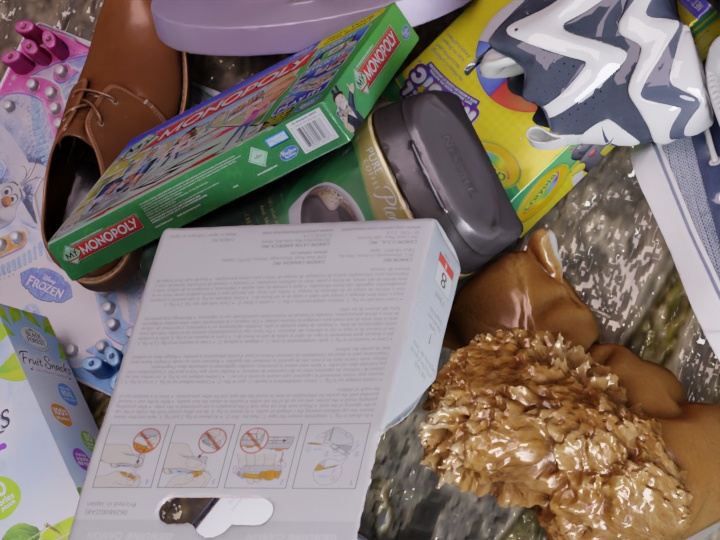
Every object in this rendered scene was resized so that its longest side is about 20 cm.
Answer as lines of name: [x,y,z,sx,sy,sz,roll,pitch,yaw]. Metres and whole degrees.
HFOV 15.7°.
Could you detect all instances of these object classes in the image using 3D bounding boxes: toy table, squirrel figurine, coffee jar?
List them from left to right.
toy table: [-0.035,-0.207,1.525,0.200,0.117,0.184,-14,28,0]
coffee jar: [-0.015,-0.016,1.431,0.200,0.085,0.104,-28,83,21]
squirrel figurine: [0.111,0.070,1.370,0.141,0.200,0.187,-36,75,17]

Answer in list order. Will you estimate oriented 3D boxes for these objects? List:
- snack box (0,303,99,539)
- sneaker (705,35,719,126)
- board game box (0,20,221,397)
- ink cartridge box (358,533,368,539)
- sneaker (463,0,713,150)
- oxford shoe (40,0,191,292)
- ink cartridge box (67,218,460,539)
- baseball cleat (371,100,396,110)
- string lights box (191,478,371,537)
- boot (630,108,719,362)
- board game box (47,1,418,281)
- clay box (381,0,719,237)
snack box: [-0.228,0.148,1.553,0.169,0.068,0.200,-35,65,16]
sneaker: [0.278,-0.054,1.379,0.146,0.081,0.200,-16,81,-25]
board game box: [-0.177,-0.042,1.628,0.200,0.026,0.200,23,83,28]
ink cartridge box: [0.026,0.258,1.412,0.200,0.084,0.145,37,89,28]
sneaker: [0.114,-0.155,1.455,0.129,0.079,0.199,-14,78,8]
oxford shoe: [-0.151,-0.092,1.580,0.071,0.071,0.200,0,72,25]
ink cartridge box: [-0.045,0.066,1.316,0.162,0.050,0.200,-2,56,24]
baseball cleat: [0.000,0.000,1.525,0.106,0.070,0.200,15,93,60]
string lights box: [-0.057,0.143,1.411,0.059,0.200,0.103,39,79,0]
boot: [0.223,-0.008,1.418,0.090,0.073,0.200,-31,63,17]
board game box: [-0.071,-0.072,1.459,0.200,0.135,0.029,-25,109,29]
clay box: [0.103,-0.111,1.518,0.200,0.048,0.115,-44,62,4]
